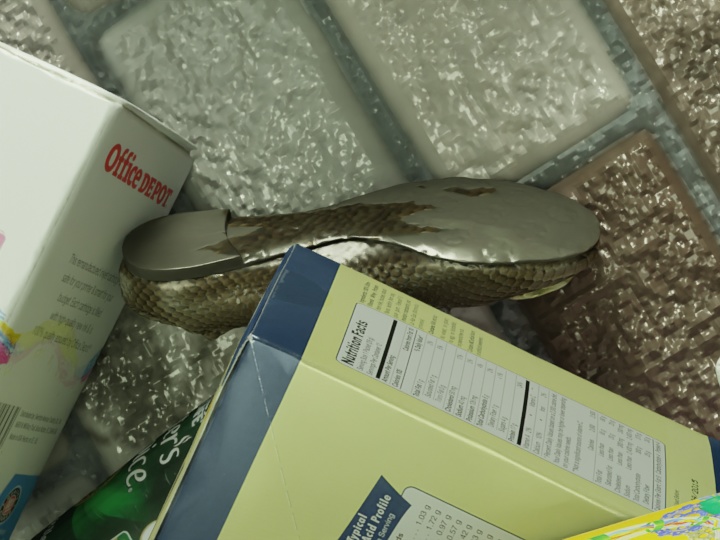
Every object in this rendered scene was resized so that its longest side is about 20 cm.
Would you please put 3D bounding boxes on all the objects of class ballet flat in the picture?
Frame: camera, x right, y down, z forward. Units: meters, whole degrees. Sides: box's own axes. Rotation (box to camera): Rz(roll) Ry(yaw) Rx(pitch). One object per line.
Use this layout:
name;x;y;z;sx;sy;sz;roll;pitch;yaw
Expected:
ballet flat;0.000;0.000;1.098;0.198;0.068;0.047;-6;122;-3

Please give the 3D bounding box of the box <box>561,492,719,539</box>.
box;0.062;0.204;0.872;0.199;0.122;0.194;-17;102;8

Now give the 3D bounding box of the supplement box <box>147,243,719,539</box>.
supplement box;0.016;0.131;0.990;0.199;0.134;0.201;25;105;-1

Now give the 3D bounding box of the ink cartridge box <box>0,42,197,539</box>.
ink cartridge box;-0.157;0.013;1.087;0.084;0.145;0.201;27;88;11

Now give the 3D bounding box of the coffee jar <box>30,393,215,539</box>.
coffee jar;-0.062;0.106;1.121;0.200;0.104;0.086;-38;89;16

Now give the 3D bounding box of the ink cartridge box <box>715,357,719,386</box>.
ink cartridge box;0.165;0.016;0.994;0.043;0.200;0.175;-19;93;18
